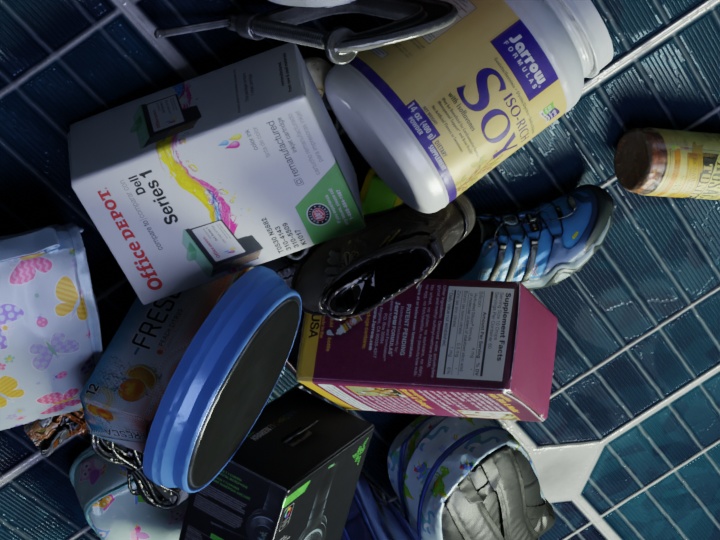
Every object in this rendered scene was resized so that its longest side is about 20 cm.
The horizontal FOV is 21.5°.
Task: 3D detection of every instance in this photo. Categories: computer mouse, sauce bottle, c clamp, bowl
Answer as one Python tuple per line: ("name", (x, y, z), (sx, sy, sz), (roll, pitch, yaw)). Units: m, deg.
("computer mouse", (-0.147, 0.101, 1.650), (0.200, 0.053, 0.139), (-63, 143, -24))
("sauce bottle", (0.335, -0.099, 1.784), (0.200, 0.066, 0.066), (0, 132, -28))
("c clamp", (-0.031, -0.183, 1.434), (0.171, 0.200, 0.027), (-22, 113, -34))
("bowl", (-0.109, 0.093, 1.557), (0.201, 0.039, 0.201), (-58, 168, -20))

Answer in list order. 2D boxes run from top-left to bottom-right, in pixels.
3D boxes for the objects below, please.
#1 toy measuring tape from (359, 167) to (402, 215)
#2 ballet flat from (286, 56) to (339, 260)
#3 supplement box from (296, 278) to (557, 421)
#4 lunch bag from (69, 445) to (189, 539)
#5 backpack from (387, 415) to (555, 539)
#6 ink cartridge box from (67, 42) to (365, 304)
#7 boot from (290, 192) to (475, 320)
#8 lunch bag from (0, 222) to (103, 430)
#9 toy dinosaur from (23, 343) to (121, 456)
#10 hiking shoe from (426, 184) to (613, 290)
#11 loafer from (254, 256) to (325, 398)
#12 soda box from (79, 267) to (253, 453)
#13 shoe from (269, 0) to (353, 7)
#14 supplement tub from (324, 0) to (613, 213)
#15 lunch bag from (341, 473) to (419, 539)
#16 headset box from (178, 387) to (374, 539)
("toy measuring tape", (0.014, -0.058, 1.648), (0.074, 0.074, 0.200), (-10, 139, -18))
("ballet flat", (-0.044, -0.095, 1.595), (0.066, 0.057, 0.200), (-11, 136, -19))
("supplement box", (0.061, 0.069, 1.694), (0.200, 0.103, 0.131), (2, 164, 21))
("lunch bag", (-0.178, 0.219, 1.832), (0.160, 0.077, 0.200), (-30, 141, -3))
("backpack", (0.108, 0.228, 1.949), (0.163, 0.154, 0.200), (-36, 156, -10))
("ink cartridge box", (-0.116, -0.075, 1.519), (0.200, 0.084, 0.145), (-19, 130, 8))
("boot", (0.000, 0.000, 1.554), (0.200, 0.174, 0.069), (-31, 97, 25))
("lunch bag", (-0.300, 0.038, 1.549), (0.170, 0.127, 0.200), (-16, 149, -11))
("toy dinosaur", (-0.201, 0.108, 1.698), (0.200, 0.102, 0.136), (-24, 126, 2))
("hiking shoe", (0.142, -0.023, 1.753), (0.200, 0.074, 0.087), (-32, 139, 6))
("loafer", (-0.061, 0.043, 1.722), (0.072, 0.063, 0.200), (-26, 139, -1))
("soda box", (-0.159, 0.054, 1.584), (0.068, 0.200, 0.064), (19, 146, 13))
("shoe", (0.013, -0.267, 1.445), (0.200, 0.071, 0.091), (-15, 133, -18))
("supplement tub", (0.087, -0.157, 1.520), (0.200, 0.145, 0.145), (-38, 139, -6))
("lunch bag", (-0.004, 0.294, 1.906), (0.132, 0.200, 0.136), (-36, 140, 7))
("headset box", (-0.082, 0.222, 1.735), (0.174, 0.093, 0.200), (-28, 139, -59))
